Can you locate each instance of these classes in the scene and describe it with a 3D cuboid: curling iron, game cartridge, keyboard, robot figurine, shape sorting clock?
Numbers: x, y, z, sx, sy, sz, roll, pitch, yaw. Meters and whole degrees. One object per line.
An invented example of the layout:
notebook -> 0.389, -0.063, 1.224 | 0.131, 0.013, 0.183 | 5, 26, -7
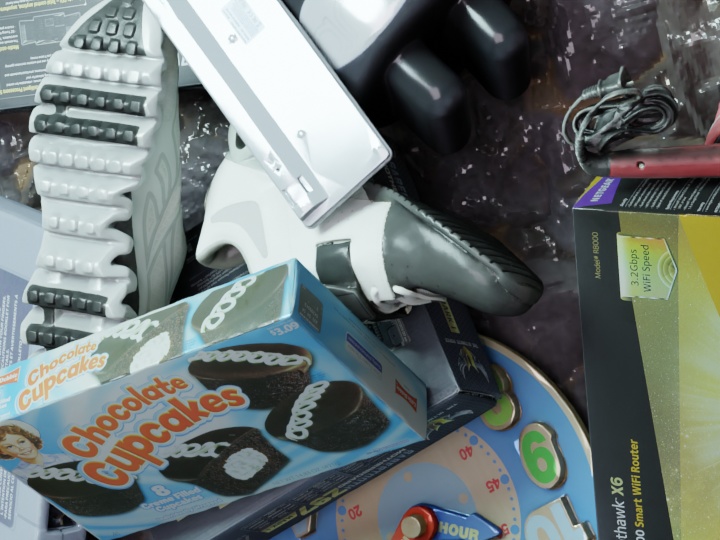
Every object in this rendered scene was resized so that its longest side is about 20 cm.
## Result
curling iron -> 0.189, -0.057, 1.012 | 0.198, 0.026, 0.050 | 6, 129, 4
game cartridge -> -0.192, 0.063, 1.246 | 0.133, 0.041, 0.202 | 19, 107, 44
keyboard -> -0.061, -0.115, 1.082 | 0.056, 0.011, 0.201 | -39, 76, 12
robot figurine -> -0.002, -0.151, 1.125 | 0.200, 0.150, 0.125 | 46, 134, 17
shape sorting clock -> 0.034, 0.129, 1.175 | 0.198, 0.039, 0.202 | 2, 95, 24

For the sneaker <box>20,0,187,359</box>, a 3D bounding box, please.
sneaker -> -0.121, -0.040, 1.147 | 0.075, 0.081, 0.202 | 16, 104, 28

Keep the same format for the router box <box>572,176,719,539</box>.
router box -> 0.186, 0.056, 1.058 | 0.156, 0.052, 0.202 | 4, 116, 24

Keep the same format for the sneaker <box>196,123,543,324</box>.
sneaker -> 0.000, 0.000, 1.092 | 0.199, 0.074, 0.089 | 24, 91, 39

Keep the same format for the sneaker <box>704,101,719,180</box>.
sneaker -> 0.237, -0.114, 1.037 | 0.200, 0.087, 0.074 | -36, 115, 27

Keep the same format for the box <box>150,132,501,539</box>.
box -> -0.042, 0.043, 1.179 | 0.199, 0.051, 0.159 | -33, 66, 24

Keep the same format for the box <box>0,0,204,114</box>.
box -> -0.158, -0.171, 1.236 | 0.198, 0.043, 0.162 | -6, 92, 25

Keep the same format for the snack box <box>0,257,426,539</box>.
snack box -> -0.081, 0.067, 1.099 | 0.199, 0.116, 0.037 | -20, 46, 28
